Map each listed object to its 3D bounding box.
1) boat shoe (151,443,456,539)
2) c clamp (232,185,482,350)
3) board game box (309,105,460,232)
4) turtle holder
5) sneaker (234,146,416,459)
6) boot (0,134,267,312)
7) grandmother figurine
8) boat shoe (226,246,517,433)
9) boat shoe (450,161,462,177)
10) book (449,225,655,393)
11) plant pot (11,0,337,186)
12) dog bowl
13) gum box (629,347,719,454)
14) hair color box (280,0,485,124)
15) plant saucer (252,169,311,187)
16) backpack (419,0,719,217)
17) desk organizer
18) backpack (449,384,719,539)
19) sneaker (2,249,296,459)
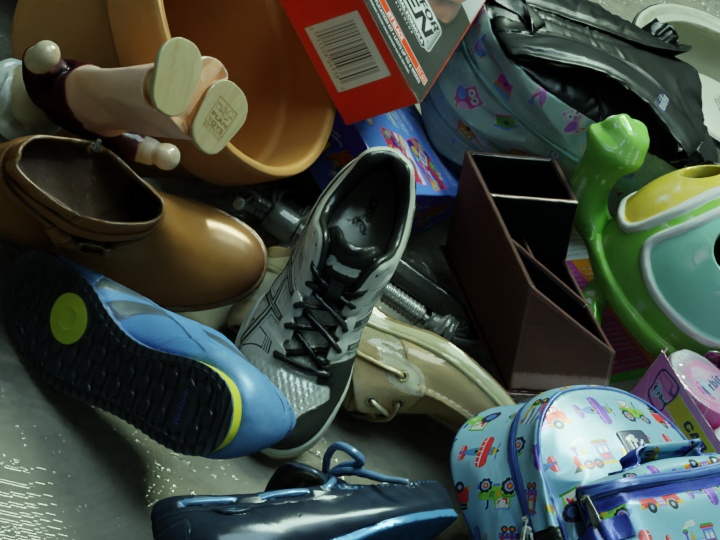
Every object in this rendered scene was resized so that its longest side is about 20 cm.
[{"bbox_3d":[-0.028,0.134,1.483,0.199,0.084,0.069,-3,56,-47],"label":"boat shoe"},{"bbox_3d":[0.000,0.000,1.718,0.200,0.027,0.171,33,10,-7],"label":"c clamp"},{"bbox_3d":[-0.015,-0.121,1.803,0.201,0.045,0.134,59,21,13],"label":"board game box"},{"bbox_3d":[0.225,-0.015,1.769,0.141,0.132,0.186,0,52,-47],"label":"turtle holder"},{"bbox_3d":[-0.023,0.013,1.580,0.075,0.088,0.201,21,73,-1],"label":"sneaker"},{"bbox_3d":[-0.131,-0.028,1.544,0.199,0.155,0.074,12,78,-17],"label":"boot"},{"bbox_3d":[-0.150,-0.099,1.535,0.061,0.199,0.121,-54,126,-24],"label":"grandmother figurine"},{"bbox_3d":[0.010,0.064,1.651,0.199,0.071,0.065,32,71,2],"label":"boat shoe"},{"bbox_3d":[0.098,-0.122,1.965,0.069,0.084,0.201,34,48,-16],"label":"boat shoe"},{"bbox_3d":[0.166,0.028,1.851,0.133,0.048,0.200,-3,48,-40],"label":"book"},{"bbox_3d":[-0.125,-0.142,1.661,0.200,0.139,0.201,31,53,-52],"label":"plant pot"},{"bbox_3d":[0.283,-0.121,2.121,0.199,0.074,0.201,24,33,-17],"label":"dog bowl"},{"bbox_3d":[0.224,0.155,1.676,0.066,0.114,0.200,3,45,-40],"label":"gum box"},{"bbox_3d":[0.025,-0.191,1.736,0.102,0.061,0.200,61,33,-23],"label":"hair color box"},{"bbox_3d":[-0.102,-0.141,1.827,0.200,0.037,0.201,24,33,-17],"label":"plant saucer"},{"bbox_3d":[0.143,-0.117,1.848,0.199,0.127,0.167,23,32,-26],"label":"backpack"},{"bbox_3d":[0.112,0.001,1.722,0.071,0.077,0.200,4,27,-14],"label":"desk organizer"},{"bbox_3d":[0.153,0.152,1.565,0.182,0.134,0.201,2,58,-40],"label":"backpack"},{"bbox_3d":[-0.122,0.050,1.515,0.200,0.066,0.078,30,15,32],"label":"sneaker"}]
